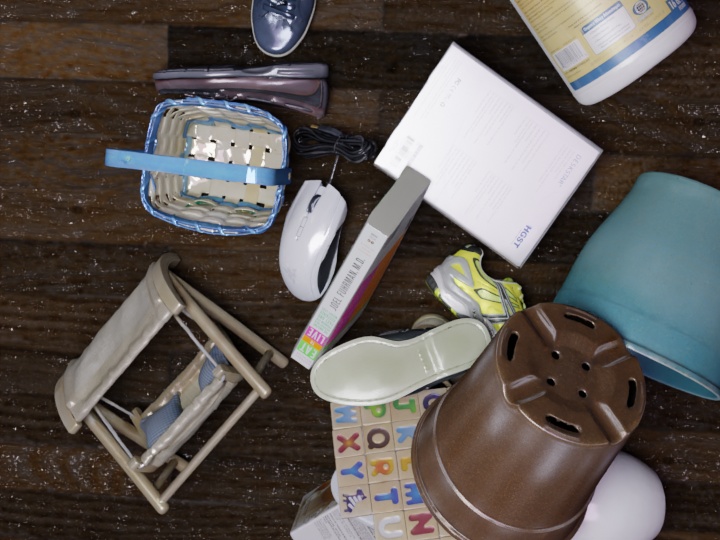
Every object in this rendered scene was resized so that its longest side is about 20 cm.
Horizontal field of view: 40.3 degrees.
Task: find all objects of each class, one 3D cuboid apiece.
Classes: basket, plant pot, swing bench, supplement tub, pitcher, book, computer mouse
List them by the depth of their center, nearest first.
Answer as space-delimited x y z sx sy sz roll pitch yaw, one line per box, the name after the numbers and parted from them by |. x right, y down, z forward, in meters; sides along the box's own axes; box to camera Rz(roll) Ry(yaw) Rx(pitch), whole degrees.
0.170 0.150 0.959 0.197 0.202 0.199 22 140 0 | plant pot
0.232 -0.290 1.005 0.144 0.145 0.201 -35 96 10 | supplement tub
-0.152 -0.109 1.035 0.173 0.200 0.142 10 93 10 | basket
0.319 0.007 1.039 0.197 0.200 0.191 24 86 0 | plant pot
0.000 0.000 1.045 0.048 0.134 0.201 33 126 3 | book
-0.051 -0.061 1.105 0.108 0.044 0.203 21 104 30 | computer mouse
-0.224 0.123 1.125 0.200 0.130 0.199 42 101 -3 | swing bench
0.229 0.267 1.126 0.196 0.172 0.123 4 71 -14 | pitcher

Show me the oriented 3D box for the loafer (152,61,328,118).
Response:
-0.132 -0.197 1.091 0.196 0.072 0.064 -2 105 2 | loafer

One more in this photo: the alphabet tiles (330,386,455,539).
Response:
0.057 0.219 1.037 0.164 0.203 0.008 -7 145 -1 | alphabet tiles

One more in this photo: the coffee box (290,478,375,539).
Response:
0.026 0.265 1.139 0.198 0.114 0.080 -33 96 8 | coffee box

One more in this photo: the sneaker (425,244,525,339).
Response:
0.166 0.056 1.111 0.200 0.075 0.077 43 91 -10 | sneaker

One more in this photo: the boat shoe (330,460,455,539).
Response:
0.060 0.265 1.047 0.197 0.069 0.057 18 146 14 | boat shoe

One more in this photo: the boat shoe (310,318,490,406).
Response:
0.044 0.101 1.068 0.196 0.066 0.076 -20 77 -1 | boat shoe

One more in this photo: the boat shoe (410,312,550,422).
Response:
0.137 0.129 1.129 0.199 0.065 0.072 41 101 -3 | boat shoe

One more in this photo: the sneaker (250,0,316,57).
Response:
-0.076 -0.331 1.053 0.074 0.085 0.203 15 101 1 | sneaker

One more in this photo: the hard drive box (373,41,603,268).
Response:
0.137 -0.127 1.077 0.199 0.077 0.157 35 101 -2 | hard drive box
